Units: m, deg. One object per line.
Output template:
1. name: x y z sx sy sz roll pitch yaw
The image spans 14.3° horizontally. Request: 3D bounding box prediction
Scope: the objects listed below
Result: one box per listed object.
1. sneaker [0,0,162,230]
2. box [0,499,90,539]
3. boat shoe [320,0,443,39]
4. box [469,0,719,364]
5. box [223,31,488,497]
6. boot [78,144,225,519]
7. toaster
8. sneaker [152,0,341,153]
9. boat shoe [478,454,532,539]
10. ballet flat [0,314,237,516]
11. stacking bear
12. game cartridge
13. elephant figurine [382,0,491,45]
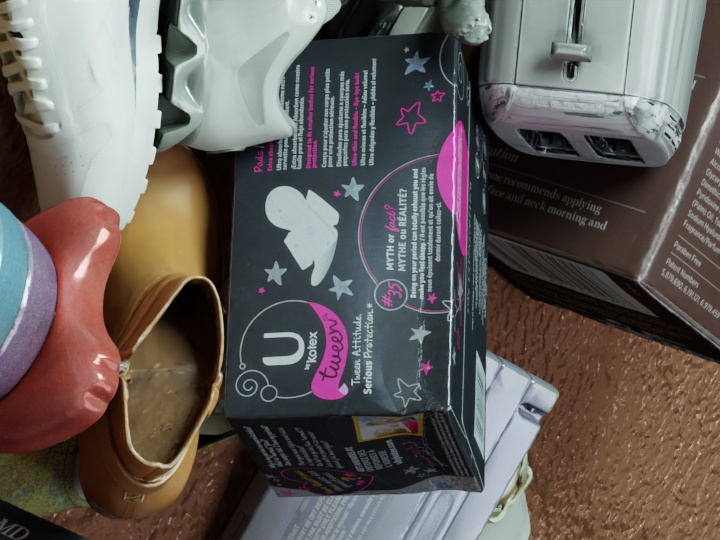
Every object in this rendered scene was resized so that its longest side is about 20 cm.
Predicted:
1. sneaker: -0.140 -0.108 1.332 0.080 0.076 0.201 -6 105 -40
2. box: -0.187 0.215 1.303 0.200 0.196 0.118 -39 132 -35
3. boat shoe: 0.050 -0.190 1.536 0.200 0.060 0.074 -58 161 -15
4. box: 0.167 -0.075 1.646 0.164 0.166 0.200 34 79 -52
5. box: 0.000 0.000 1.428 0.132 0.114 0.201 66 24 -65
6. boot: -0.091 0.017 1.347 0.155 0.073 0.201 130 -36 -73
7. toaster: 0.121 -0.127 1.489 0.200 0.113 0.130 28 69 -80
8. sneaker: -0.051 -0.152 1.351 0.088 0.074 0.200 1 115 -19
9. boat shoe: 0.061 0.120 1.680 0.075 0.068 0.200 -57 141 -17
10. ballet flat: -0.104 0.076 1.454 0.200 0.071 0.071 -26 125 -43
11. stacking bear: -0.212 -0.007 1.248 0.200 0.114 0.122 33 42 -41
12. game cartridge: 0.007 0.123 1.577 0.129 0.038 0.200 29 93 -17
13. elephant figurine: 0.013 -0.239 1.384 0.142 0.155 0.200 -76 179 -61
